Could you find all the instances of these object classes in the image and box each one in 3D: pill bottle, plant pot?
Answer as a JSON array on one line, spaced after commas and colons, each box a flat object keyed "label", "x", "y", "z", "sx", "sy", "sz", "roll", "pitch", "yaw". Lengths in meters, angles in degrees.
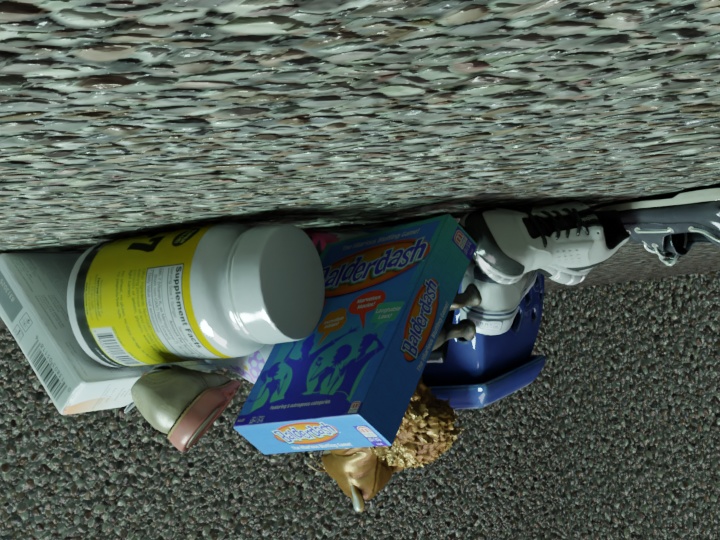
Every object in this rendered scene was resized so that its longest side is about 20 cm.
[{"label": "pill bottle", "x": -0.138, "y": 0.020, "z": 1.003, "sx": 0.200, "sy": 0.114, "sz": 0.114, "roll": -7, "pitch": 176, "yaw": 30}, {"label": "plant pot", "x": 0.106, "y": 0.068, "z": 1.434, "sx": 0.200, "sy": 0.180, "sz": 0.200, "roll": -5, "pitch": -175, "yaw": 33}]

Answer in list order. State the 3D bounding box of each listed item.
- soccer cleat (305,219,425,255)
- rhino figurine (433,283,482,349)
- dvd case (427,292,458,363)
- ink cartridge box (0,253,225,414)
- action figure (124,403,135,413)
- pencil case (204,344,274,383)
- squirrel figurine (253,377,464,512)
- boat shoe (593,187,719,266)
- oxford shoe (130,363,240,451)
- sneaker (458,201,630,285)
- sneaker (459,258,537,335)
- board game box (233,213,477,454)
[{"label": "soccer cleat", "x": 0.005, "y": -0.006, "z": 1.135, "sx": 0.200, "sy": 0.070, "sz": 0.086, "roll": -6, "pitch": 176, "yaw": 14}, {"label": "rhino figurine", "x": 0.029, "y": 0.047, "z": 1.098, "sx": 0.087, "sy": 0.060, "sz": 0.200, "roll": -14, "pitch": -178, "yaw": -25}, {"label": "dvd case", "x": 0.029, "y": 0.032, "z": 1.238, "sx": 0.142, "sy": 0.018, "sz": 0.200, "roll": -2, "pitch": -148, "yaw": 13}, {"label": "ink cartridge box", "x": -0.237, "y": 0.054, "z": 1.129, "sx": 0.050, "sy": 0.162, "sz": 0.200, "roll": -49, "pitch": 154, "yaw": 22}, {"label": "action figure", "x": -0.270, "y": 0.071, "z": 1.271, "sx": 0.200, "sy": 0.130, "sz": 0.069, "roll": 30, "pitch": 154, "yaw": 9}, {"label": "pencil case", "x": -0.065, "y": 0.082, "z": 1.091, "sx": 0.200, "sy": 0.091, "sz": 0.083, "roll": 28, "pitch": -179, "yaw": 28}, {"label": "squirrel figurine", "x": 0.008, "y": 0.178, "z": 1.340, "sx": 0.200, "sy": 0.187, "sz": 0.142, "roll": 0, "pitch": -156, "yaw": 35}, {"label": "boat shoe", "x": 0.283, "y": -0.036, "z": 1.111, "sx": 0.073, "sy": 0.063, "sz": 0.200, "roll": -3, "pitch": 176, "yaw": -35}, {"label": "oxford shoe", "x": -0.157, "y": 0.108, "z": 1.057, "sx": 0.075, "sy": 0.070, "sz": 0.200, "roll": 37, "pitch": 174, "yaw": 1}, {"label": "sneaker", "x": 0.164, "y": -0.035, "z": 1.058, "sx": 0.080, "sy": 0.074, "sz": 0.200, "roll": -36, "pitch": 158, "yaw": 35}, {"label": "sneaker", "x": 0.137, "y": -0.011, "z": 1.137, "sx": 0.073, "sy": 0.071, "sz": 0.200, "roll": 12, "pitch": -154, "yaw": 4}, {"label": "board game box", "x": -0.004, "y": 0.053, "z": 0.975, "sx": 0.152, "sy": 0.200, "sz": 0.045, "roll": -13, "pitch": 131, "yaw": 45}]
